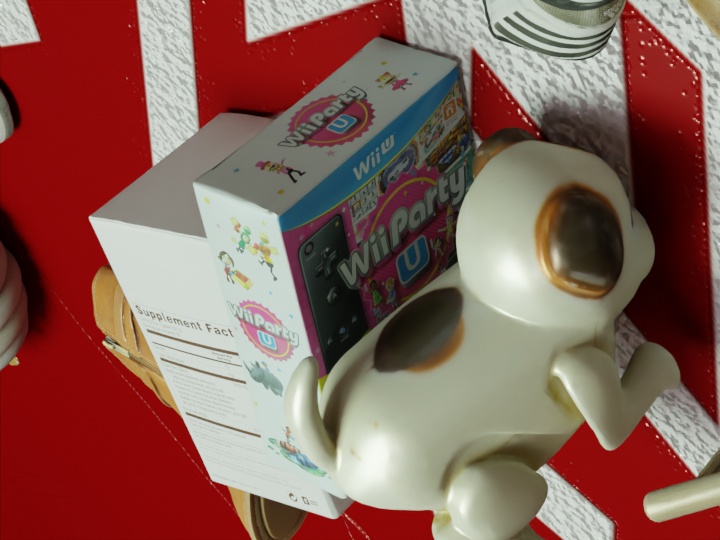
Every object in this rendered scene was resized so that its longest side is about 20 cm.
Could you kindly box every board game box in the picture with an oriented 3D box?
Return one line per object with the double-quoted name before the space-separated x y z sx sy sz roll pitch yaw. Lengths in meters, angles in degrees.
"board game box" 0.000 0.000 1.077 0.064 0.147 0.201 22 140 37

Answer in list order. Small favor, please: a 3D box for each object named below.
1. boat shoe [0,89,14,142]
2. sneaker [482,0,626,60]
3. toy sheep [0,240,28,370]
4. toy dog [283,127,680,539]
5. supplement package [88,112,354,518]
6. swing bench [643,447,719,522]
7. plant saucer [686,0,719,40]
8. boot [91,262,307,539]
"boat shoe" -0.334 -0.133 1.425 0.201 0.065 0.075 30 144 28
"sneaker" 0.046 -0.171 0.908 0.201 0.075 0.116 52 164 19
"toy sheep" -0.320 0.020 1.507 0.137 0.138 0.201 27 151 31
"toy dog" 0.068 0.027 1.010 0.193 0.201 0.140 23 -161 -23
"supplement package" -0.050 0.024 1.189 0.119 0.121 0.201 11 132 45
"swing bench" 0.275 0.140 0.914 0.199 0.130 0.200 -11 115 49
"plant saucer" 0.134 -0.161 0.780 0.201 0.035 0.200 57 180 -1
"boot" -0.113 0.090 1.377 0.154 0.077 0.201 15 132 40
